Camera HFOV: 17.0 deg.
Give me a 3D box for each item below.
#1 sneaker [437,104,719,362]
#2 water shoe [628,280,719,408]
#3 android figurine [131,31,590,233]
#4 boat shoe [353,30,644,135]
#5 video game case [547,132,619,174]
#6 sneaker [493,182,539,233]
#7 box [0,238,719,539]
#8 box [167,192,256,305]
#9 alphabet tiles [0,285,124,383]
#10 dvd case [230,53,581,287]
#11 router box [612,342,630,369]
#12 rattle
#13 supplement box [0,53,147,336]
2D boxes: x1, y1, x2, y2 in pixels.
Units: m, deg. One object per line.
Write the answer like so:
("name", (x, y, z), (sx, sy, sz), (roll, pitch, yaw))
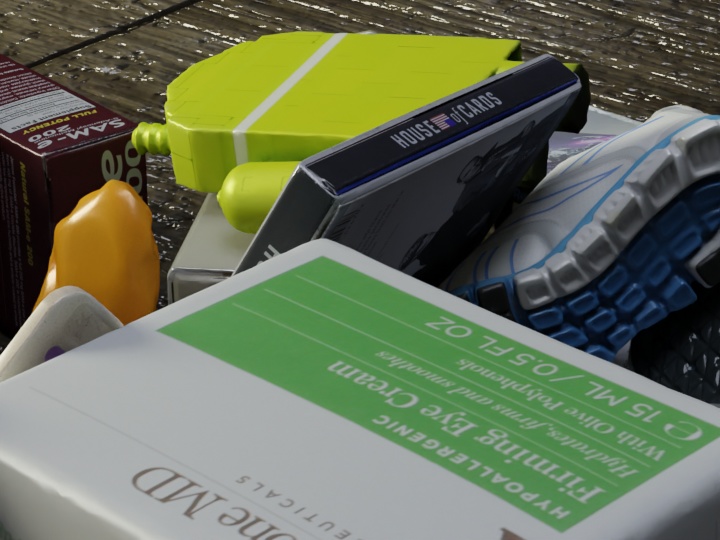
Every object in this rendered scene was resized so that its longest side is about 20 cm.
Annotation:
("sneaker", (0.078, 0.003, 0.974), (0.199, 0.075, 0.087), (-35, 24, 0))
("water shoe", (0.197, 0.041, 0.941), (0.199, 0.079, 0.072), (-3, 57, 43))
("android figurine", (-0.004, -0.067, 1.071), (0.198, 0.041, 0.182), (2, 26, 21))
("boat shoe", (0.068, -0.081, 1.284), (0.198, 0.069, 0.075), (8, 28, 17))
("video game case", (0.137, -0.043, 1.164), (0.198, 0.019, 0.143), (4, 15, 15))
("sneaker", (0.059, 0.022, 1.031), (0.073, 0.113, 0.200), (14, 30, 29))
("box", (-0.002, 0.128, 0.723), (0.171, 0.201, 0.198), (-26, 35, -38))
("box", (-0.028, -0.002, 1.105), (0.077, 0.096, 0.200), (3, 28, 8))
("alphabet tiles", (-0.116, 0.110, 0.754), (0.015, 0.200, 0.196), (29, 78, 39))
("dvd case", (0.000, 0.000, 0.905), (0.025, 0.151, 0.200), (40, 30, 14))
("router box", (0.163, 0.093, 0.956), (0.178, 0.049, 0.200), (10, 29, 20))
("rattle", (-0.164, 0.065, 0.932), (0.199, 0.144, 0.130), (-10, 46, -31))
("supplement box", (-0.183, -0.045, 1.176), (0.061, 0.110, 0.199), (-21, 34, -35))
